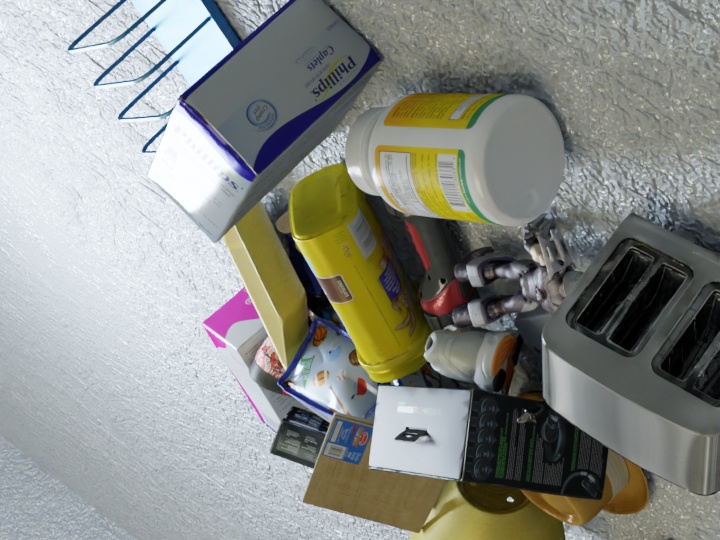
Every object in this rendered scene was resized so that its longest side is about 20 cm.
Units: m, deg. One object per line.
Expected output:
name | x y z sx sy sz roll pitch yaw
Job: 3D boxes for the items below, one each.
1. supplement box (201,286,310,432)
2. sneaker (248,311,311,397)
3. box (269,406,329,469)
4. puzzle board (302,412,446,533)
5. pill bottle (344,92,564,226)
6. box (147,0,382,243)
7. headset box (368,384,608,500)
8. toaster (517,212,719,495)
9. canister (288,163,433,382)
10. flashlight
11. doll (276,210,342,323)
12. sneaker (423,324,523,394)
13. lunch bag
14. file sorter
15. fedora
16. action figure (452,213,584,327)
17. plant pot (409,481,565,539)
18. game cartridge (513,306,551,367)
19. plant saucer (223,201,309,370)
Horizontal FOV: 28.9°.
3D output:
supplement box | -0.118 0.128 1.924 0.101 0.103 0.201 31 156 48
sneaker | -0.041 0.121 1.848 0.200 0.109 0.067 19 -161 -30
box | -0.008 0.231 1.762 0.198 0.046 0.159 19 -178 1
puzzle board | 0.022 0.234 1.622 0.149 0.018 0.201 15 140 -3
pill bottle | 0.078 -0.103 1.260 0.199 0.113 0.113 9 139 50
box | -0.099 -0.148 1.371 0.105 0.184 0.200 44 155 0
headset box | 0.127 0.176 1.454 0.198 0.094 0.173 13 171 -32
toaster | 0.256 0.071 1.168 0.180 0.200 0.119 30 157 28
canister | 0.000 0.000 1.522 0.149 0.086 0.201 -98 -18 -59
flashlight | 0.069 -0.025 1.459 0.068 0.067 0.201 -115 -1 -56
doll | -0.056 0.014 1.719 0.137 0.048 0.201 46 161 30
sneaker | 0.118 0.086 1.474 0.091 0.077 0.200 15 174 13
lunch bag | 0.033 0.153 1.678 0.199 0.125 0.169 27 177 45
file sorter | -0.200 -0.201 1.514 0.138 0.123 0.201 6 137 54
fedora | 0.232 0.226 1.586 0.200 0.082 0.201 34 153 19
action figure | 0.165 0.012 1.339 0.199 0.069 0.132 -2 100 58
plant pot | 0.161 0.300 1.705 0.199 0.200 0.143 30 141 26
game cartridge | 0.250 0.108 1.431 0.200 0.042 0.133 49 159 -12
plant saucer | -0.114 0.004 1.715 0.201 0.048 0.200 62 169 19
